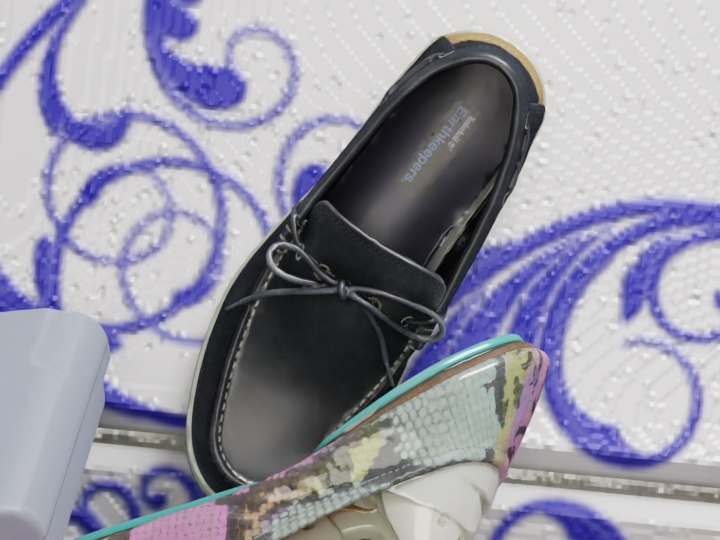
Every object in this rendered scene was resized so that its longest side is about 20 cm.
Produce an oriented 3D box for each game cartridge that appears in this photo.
[{"bbox_3d":[-0.193,0.069,0.902,0.200,0.133,0.042,-6,119,10],"label":"game cartridge"}]

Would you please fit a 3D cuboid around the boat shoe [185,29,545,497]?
[{"bbox_3d":[0.000,0.000,0.951,0.075,0.062,0.200,34,90,-1],"label":"boat shoe"}]

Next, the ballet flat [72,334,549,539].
[{"bbox_3d":[-0.012,0.094,0.916,0.200,0.069,0.071,-25,60,-12],"label":"ballet flat"}]
